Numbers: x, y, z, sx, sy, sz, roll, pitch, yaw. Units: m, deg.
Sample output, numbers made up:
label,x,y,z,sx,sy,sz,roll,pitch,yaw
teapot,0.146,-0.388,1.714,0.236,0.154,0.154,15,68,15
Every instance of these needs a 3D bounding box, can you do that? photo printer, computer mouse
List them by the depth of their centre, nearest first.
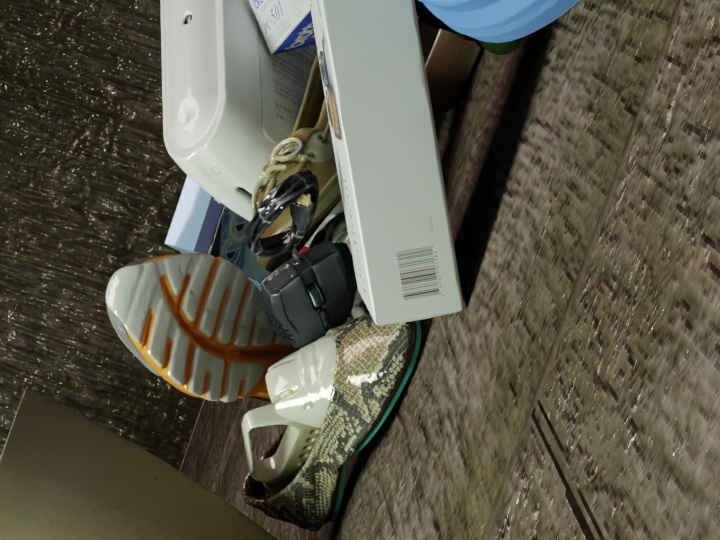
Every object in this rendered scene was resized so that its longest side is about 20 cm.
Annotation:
label,x,y,z,sx,sy,sz,roll,pitch,yaw
computer mouse,-0.028,-0.001,1.453,0.058,0.034,0.200,-31,-19,-6
photo printer,-0.055,-0.113,1.727,0.069,0.166,0.201,-31,47,33

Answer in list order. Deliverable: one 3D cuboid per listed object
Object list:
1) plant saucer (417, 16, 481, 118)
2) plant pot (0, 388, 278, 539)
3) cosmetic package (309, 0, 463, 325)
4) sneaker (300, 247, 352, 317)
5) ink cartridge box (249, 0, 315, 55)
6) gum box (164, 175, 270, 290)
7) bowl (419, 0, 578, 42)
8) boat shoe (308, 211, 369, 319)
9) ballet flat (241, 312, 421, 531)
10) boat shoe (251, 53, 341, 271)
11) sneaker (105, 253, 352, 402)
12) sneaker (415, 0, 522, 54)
label,x,y,z,sx,sy,sz,roll,pitch,yaw
plant saucer,0.068,-0.182,1.719,0.200,0.034,0.201,-162,90,-85
plant pot,-0.130,0.189,1.548,0.187,0.199,0.188,-161,90,-84
cosmetic package,0.009,-0.080,1.402,0.151,0.051,0.201,-102,3,-84
sneaker,-0.007,-0.044,1.808,0.200,0.071,0.113,-80,7,-72
ink cartridge box,0.011,-0.198,1.616,0.044,0.094,0.200,68,152,10
gum box,-0.058,-0.070,2.021,0.200,0.044,0.171,29,-102,-61
bowl,0.075,-0.208,1.243,0.200,0.039,0.202,-34,47,47
boat shoe,0.000,0.000,1.589,0.200,0.066,0.074,173,115,-84
ballet flat,-0.028,0.085,1.523,0.200,0.075,0.068,116,159,-51
boat shoe,-0.030,-0.073,1.613,0.073,0.063,0.201,-48,7,43
sneaker,-0.085,0.037,1.554,0.200,0.077,0.079,26,-99,-50
sneaker,0.059,-0.174,1.482,0.200,0.083,0.077,-82,13,-78
